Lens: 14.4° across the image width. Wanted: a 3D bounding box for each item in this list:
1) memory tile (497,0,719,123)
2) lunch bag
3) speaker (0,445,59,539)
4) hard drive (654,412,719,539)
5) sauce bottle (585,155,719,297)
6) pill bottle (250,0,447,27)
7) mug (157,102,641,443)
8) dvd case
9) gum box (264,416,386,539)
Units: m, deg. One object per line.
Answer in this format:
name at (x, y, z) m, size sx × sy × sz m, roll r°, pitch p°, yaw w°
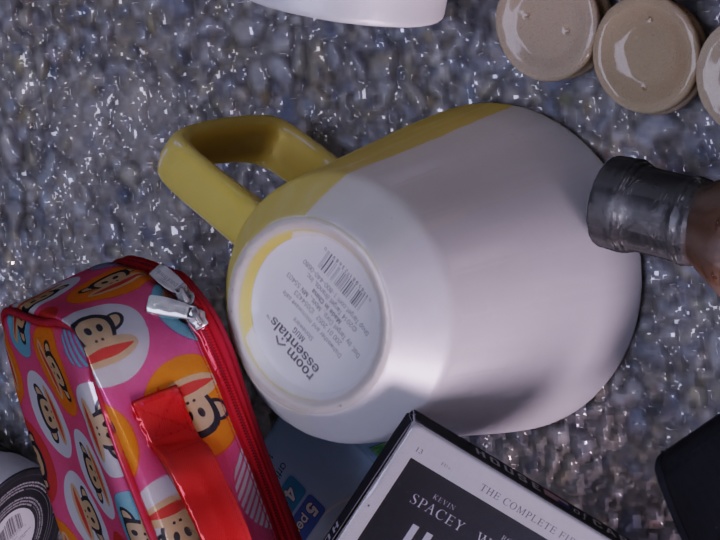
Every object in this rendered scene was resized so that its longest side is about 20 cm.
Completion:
memory tile at (0.154, -0.134, 1.190) m, size 0.200 × 0.017 × 0.153 m, roll 18°, pitch 107°, yaw 29°
lunch bag at (-0.082, 0.096, 1.237) m, size 0.200 × 0.082 × 0.176 m, roll 70°, pitch 163°, yaw -10°
speaker at (-0.253, 0.098, 1.463) m, size 0.200 × 0.081 × 0.081 m, roll 24°, pitch 110°, yaw 29°
hard drive at (0.213, 0.134, 1.186) m, size 0.135 × 0.042 × 0.200 m, roll -38°, pitch 77°, yaw 31°
sauce bottle at (0.188, -0.007, 1.169) m, size 0.200 × 0.065 × 0.065 m, roll 15°, pitch 106°, yaw 32°
pill bottle at (0.006, -0.211, 1.223) m, size 0.116 × 0.116 × 0.200 m, roll 18°, pitch 106°, yaw 30°
mug at (0.005, 0.008, 1.237) m, size 0.187 × 0.153 × 0.149 m, roll 1°, pitch 99°, yaw 33°
dvd case at (0.030, 0.178, 1.178) m, size 0.150 × 0.025 × 0.200 m, roll 31°, pitch 100°, yaw -9°
gum box at (0.008, 0.177, 1.326) m, size 0.200 × 0.045 × 0.170 m, roll 43°, pitch 118°, yaw 19°
